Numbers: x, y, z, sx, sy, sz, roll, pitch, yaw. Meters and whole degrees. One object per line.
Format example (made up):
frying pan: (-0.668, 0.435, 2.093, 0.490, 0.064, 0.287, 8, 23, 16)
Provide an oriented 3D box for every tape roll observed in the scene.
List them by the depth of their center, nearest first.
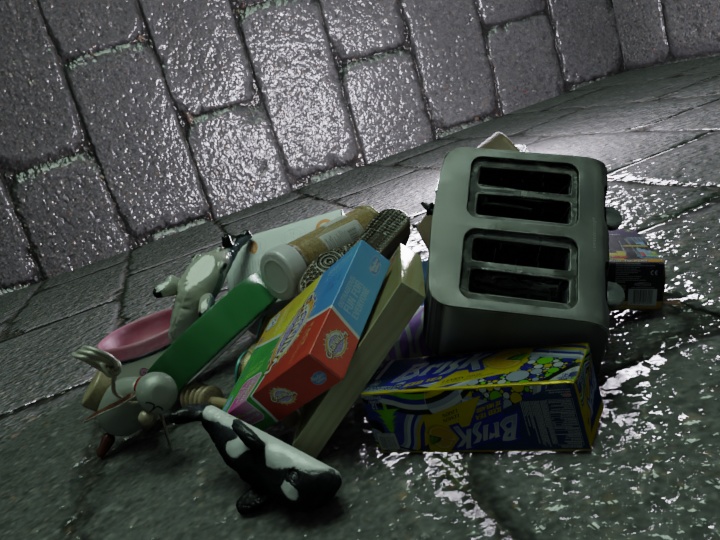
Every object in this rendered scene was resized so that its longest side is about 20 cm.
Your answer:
tape roll: (-0.196, 0.088, 0.963, 0.200, 0.048, 0.200, -43, 1, 1)

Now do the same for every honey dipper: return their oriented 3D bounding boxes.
honey dipper: (-0.142, 0.157, 0.835, 0.198, 0.039, 0.038, -2, 21, 44)

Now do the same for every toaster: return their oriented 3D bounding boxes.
toaster: (0.145, -0.011, 0.689, 0.196, 0.119, 0.184, 6, 60, 8)

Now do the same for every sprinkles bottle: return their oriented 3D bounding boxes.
sprinkles bottle: (-0.046, -0.028, 0.983, 0.068, 0.069, 0.199, -4, 18, 43)

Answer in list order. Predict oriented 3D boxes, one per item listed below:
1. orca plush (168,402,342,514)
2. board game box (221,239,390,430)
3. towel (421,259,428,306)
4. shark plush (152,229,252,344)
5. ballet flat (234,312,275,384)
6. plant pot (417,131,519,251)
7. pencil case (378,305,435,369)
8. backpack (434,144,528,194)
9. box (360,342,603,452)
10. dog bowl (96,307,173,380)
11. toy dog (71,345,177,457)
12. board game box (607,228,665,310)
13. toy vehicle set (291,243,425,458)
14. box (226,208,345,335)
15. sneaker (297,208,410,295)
orca plush: (-0.103, 0.176, 0.637, 0.198, 0.105, 0.072, 19, 73, 29)
board game box: (-0.060, 0.076, 0.734, 0.200, 0.040, 0.154, -39, 19, 44)
towel: (0.058, 0.039, 0.946, 0.199, 0.049, 0.112, -7, 41, 56)
shark plush: (-0.227, 0.013, 1.045, 0.089, 0.084, 0.202, 11, 54, 9)
ballet flat: (-0.115, 0.109, 0.942, 0.069, 0.072, 0.200, -16, 12, 6)
plant pot: (0.177, -0.066, 1.016, 0.173, 0.202, 0.201, -32, 12, 9)
pencil case: (0.049, 0.071, 0.819, 0.198, 0.087, 0.083, -3, 0, 41)
backpack: (0.215, -0.123, 1.202, 0.173, 0.156, 0.200, -16, 4, 15)
box: (0.104, 0.114, 0.630, 0.197, 0.065, 0.070, -9, 17, 31)
dog bowl: (-0.322, 0.120, 1.122, 0.197, 0.075, 0.200, -17, 15, 5)
toy dog: (-0.271, 0.167, 0.822, 0.130, 0.098, 0.200, 19, -21, -4)
board game box: (0.234, -0.006, 0.836, 0.196, 0.058, 0.166, 0, 17, 10)
toy vehicle set: (-0.002, 0.078, 0.714, 0.202, 0.026, 0.125, -57, 7, 18)
box: (-0.100, 0.005, 1.115, 0.196, 0.126, 0.098, -15, -27, 9)
sneaker: (0.000, 0.000, 0.941, 0.070, 0.076, 0.199, 32, 54, 29)
